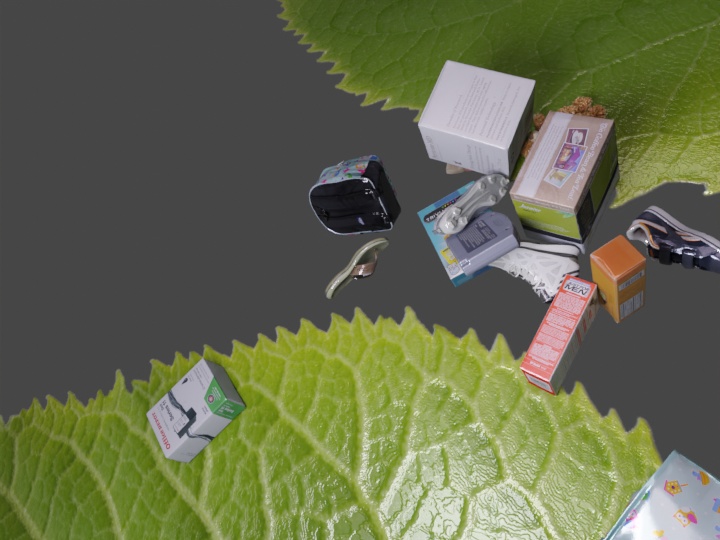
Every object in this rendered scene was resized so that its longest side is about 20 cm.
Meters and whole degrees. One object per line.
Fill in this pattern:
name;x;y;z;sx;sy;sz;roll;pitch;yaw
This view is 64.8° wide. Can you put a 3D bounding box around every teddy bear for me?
teddy bear;0.451;-0.322;1.276;0.199;0.067;0.145;-23;54;15

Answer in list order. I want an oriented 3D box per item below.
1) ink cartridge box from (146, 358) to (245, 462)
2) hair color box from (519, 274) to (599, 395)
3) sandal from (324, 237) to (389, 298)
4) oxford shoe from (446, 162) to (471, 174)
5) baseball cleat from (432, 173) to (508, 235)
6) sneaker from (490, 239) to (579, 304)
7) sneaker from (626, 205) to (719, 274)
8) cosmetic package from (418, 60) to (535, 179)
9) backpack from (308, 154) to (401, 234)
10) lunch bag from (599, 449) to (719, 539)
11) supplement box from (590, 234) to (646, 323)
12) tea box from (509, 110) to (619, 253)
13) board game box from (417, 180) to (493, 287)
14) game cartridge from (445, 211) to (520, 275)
ink cartridge box;-0.396;0.336;1.360;0.200;0.083;0.147;-45;54;1
hair color box;0.377;0.122;1.065;0.064;0.111;0.200;25;78;33
sandal;0.000;0.001;1.345;0.201;0.080;0.057;-47;72;6
oxford shoe;0.230;-0.327;1.388;0.074;0.070;0.201;-13;61;23
baseball cleat;0.232;-0.145;1.239;0.200;0.070;0.106;-35;9;-23
sneaker;0.342;0.005;1.141;0.199;0.076;0.116;2;68;6
sneaker;0.593;-0.040;1.059;0.079;0.078;0.200;-39;44;-2
cosmetic package;0.260;-0.327;1.250;0.199;0.167;0.167;21;82;20
backpack;-0.017;-0.179;1.376;0.199;0.178;0.151;-9;40;28
lunch bag;0.494;0.400;0.862;0.170;0.122;0.200;39;92;36
supplement box;0.463;0.020;1.018;0.069;0.200;0.067;-34;55;3
tea box;0.416;-0.175;1.141;0.133;0.197;0.201;21;75;33
board game box;0.235;-0.085;1.278;0.151;0.047;0.201;-29;56;11
game cartridge;0.247;-0.061;1.145;0.133;0.042;0.200;-27;17;8
